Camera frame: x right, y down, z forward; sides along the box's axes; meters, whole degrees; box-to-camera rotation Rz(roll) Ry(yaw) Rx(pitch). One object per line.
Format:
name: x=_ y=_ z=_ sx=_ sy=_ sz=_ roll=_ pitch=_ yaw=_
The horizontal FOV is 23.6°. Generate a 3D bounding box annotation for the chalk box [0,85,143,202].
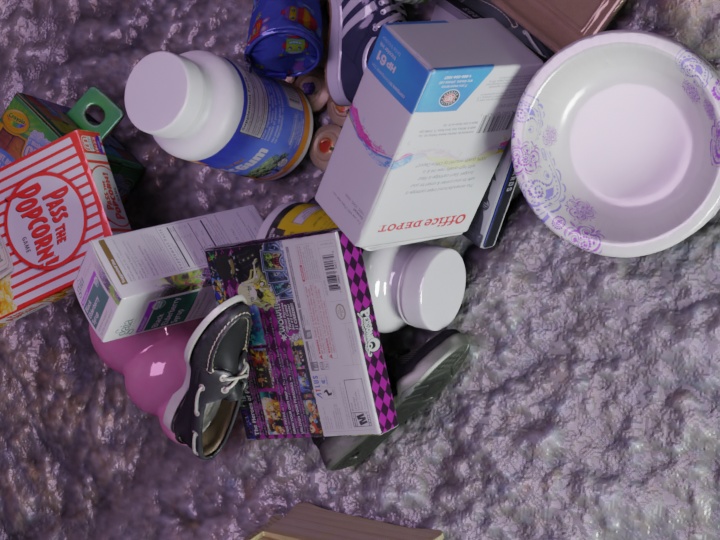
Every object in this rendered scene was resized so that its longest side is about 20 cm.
chalk box: x=-0.342 y=-0.113 z=1.943 sx=0.124 sy=0.124 sz=0.200 roll=42 pitch=106 yaw=30

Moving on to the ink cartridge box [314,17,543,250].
ink cartridge box: x=0.061 y=-0.127 z=1.596 sx=0.085 sy=0.144 sz=0.200 roll=47 pitch=130 yaw=34

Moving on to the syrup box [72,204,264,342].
syrup box: x=-0.185 y=0.002 z=1.770 sx=0.081 sy=0.200 sz=0.079 roll=57 pitch=142 yaw=24

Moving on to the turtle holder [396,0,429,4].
turtle holder: x=0.044 y=-0.335 z=1.677 sx=0.186 sy=0.132 sz=0.141 roll=-59 pitch=18 yaw=-8

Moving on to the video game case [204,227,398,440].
video game case: x=-0.059 y=0.064 z=1.678 sx=0.181 sy=0.036 sz=0.200 roll=-8 pitch=97 yaw=41

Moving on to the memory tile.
memory tile: x=-0.041 y=-0.215 z=1.828 sx=0.153 sy=0.017 sz=0.200 roll=26 pitch=97 yaw=33

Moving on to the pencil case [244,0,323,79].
pencil case: x=-0.081 y=-0.284 z=1.785 sx=0.087 sy=0.078 sz=0.200 roll=122 pitch=152 yaw=-47

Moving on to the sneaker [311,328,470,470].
sneaker: x=0.014 y=0.100 z=1.711 sx=0.199 sy=0.076 sz=0.114 roll=-42 pitch=69 yaw=27

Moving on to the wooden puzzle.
wooden puzzle: x=0.208 y=-0.326 z=1.676 sx=0.185 sy=0.037 sz=0.200 roll=45 pitch=102 yaw=30

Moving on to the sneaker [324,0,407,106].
sneaker: x=0.023 y=-0.267 z=1.742 sx=0.108 sy=0.070 sz=0.200 roll=2 pitch=91 yaw=38

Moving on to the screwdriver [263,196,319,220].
screwdriver: x=-0.087 y=-0.057 z=1.823 sx=0.200 sy=0.029 sz=0.028 roll=-10 pitch=77 yaw=26

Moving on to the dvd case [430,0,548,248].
dvd case: x=0.102 y=-0.144 z=1.675 sx=0.150 sy=0.025 sz=0.200 roll=40 pitch=126 yaw=34

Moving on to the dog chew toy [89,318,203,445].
dog chew toy: x=-0.204 y=0.098 z=1.831 sx=0.125 sy=0.125 sz=0.200 roll=-37 pitch=73 yaw=23

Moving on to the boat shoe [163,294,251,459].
boat shoe: x=-0.139 y=0.107 z=1.687 sx=0.060 sy=0.074 sz=0.200 roll=46 pitch=132 yaw=23

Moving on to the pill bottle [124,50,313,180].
pill bottle: x=-0.146 y=-0.161 z=1.759 sx=0.112 sy=0.200 sz=0.112 roll=-5 pitch=81 yaw=33

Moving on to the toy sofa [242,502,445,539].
toy sofa: x=-0.011 y=0.299 z=1.705 sx=0.200 sy=0.098 sz=0.083 roll=6 pitch=111 yaw=33

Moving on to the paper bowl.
paper bowl: x=0.243 y=-0.116 z=1.558 sx=0.200 sy=0.104 sz=0.201 roll=2 pitch=96 yaw=18

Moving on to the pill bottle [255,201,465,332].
pill bottle: x=0.000 y=0.000 z=1.714 sx=0.200 sy=0.111 sz=0.111 roll=12 pitch=90 yaw=33

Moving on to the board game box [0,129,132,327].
board game box: x=-0.346 y=-0.042 z=1.845 sx=0.200 sy=0.046 sz=0.152 roll=-24 pitch=80 yaw=21

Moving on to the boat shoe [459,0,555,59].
boat shoe: x=0.150 y=-0.207 z=1.676 sx=0.073 sy=0.062 sz=0.200 roll=-46 pitch=62 yaw=19
